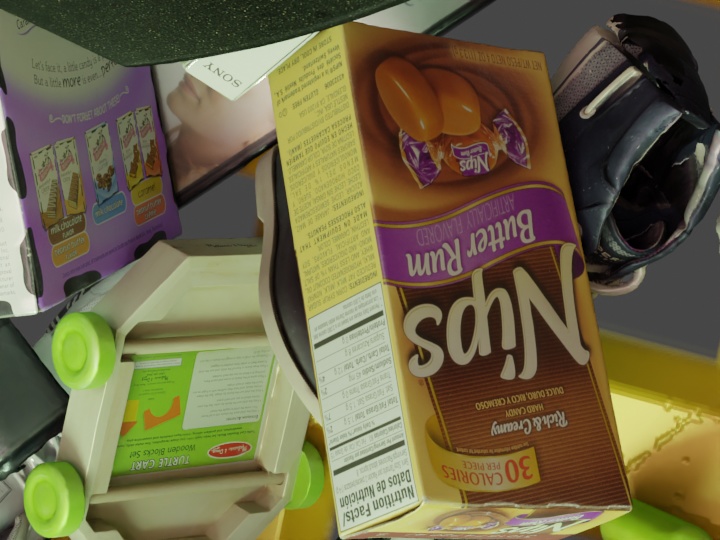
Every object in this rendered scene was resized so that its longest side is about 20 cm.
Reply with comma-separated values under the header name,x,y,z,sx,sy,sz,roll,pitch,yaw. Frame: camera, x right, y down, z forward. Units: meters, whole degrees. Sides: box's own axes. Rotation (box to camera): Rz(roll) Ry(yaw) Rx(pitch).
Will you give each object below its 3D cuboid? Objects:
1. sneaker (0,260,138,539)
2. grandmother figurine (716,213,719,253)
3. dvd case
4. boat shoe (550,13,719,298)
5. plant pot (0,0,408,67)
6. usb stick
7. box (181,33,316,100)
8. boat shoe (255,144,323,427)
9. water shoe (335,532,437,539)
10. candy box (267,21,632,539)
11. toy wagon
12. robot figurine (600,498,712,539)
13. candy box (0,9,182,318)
name,x,y,z,sx,sy,sz,roll,pitch,yaw
sneaker,-0.145,0.078,1.254,0.075,0.115,0.200,42,108,2
grandmother figurine,0.199,-0.063,1.143,0.061,0.121,0.201,49,136,35
dvd case,-0.053,-0.131,1.238,0.199,0.018,0.143,-32,92,18
boat shoe,0.084,-0.010,1.180,0.074,0.093,0.201,23,109,-23
plant pot,-0.080,-0.189,1.023,0.199,0.201,0.177,23,142,-33
usb stick,-0.202,0.002,1.205,0.055,0.033,0.200,-37,88,-17
box,-0.028,-0.183,1.132,0.144,0.201,0.036,-38,132,24
boat shoe,0.000,0.000,1.168,0.063,0.201,0.073,-38,127,21
water shoe,0.005,0.192,1.276,0.078,0.072,0.201,20,111,-14
candy box,0.035,0.006,1.106,0.056,0.116,0.201,-26,67,45
toy wagon,-0.081,0.084,1.226,0.039,0.155,0.201,28,111,42
robot figurine,0.127,0.192,1.210,0.198,0.116,0.177,9,95,13
candy box,-0.152,-0.092,1.172,0.071,0.168,0.202,-7,99,18
